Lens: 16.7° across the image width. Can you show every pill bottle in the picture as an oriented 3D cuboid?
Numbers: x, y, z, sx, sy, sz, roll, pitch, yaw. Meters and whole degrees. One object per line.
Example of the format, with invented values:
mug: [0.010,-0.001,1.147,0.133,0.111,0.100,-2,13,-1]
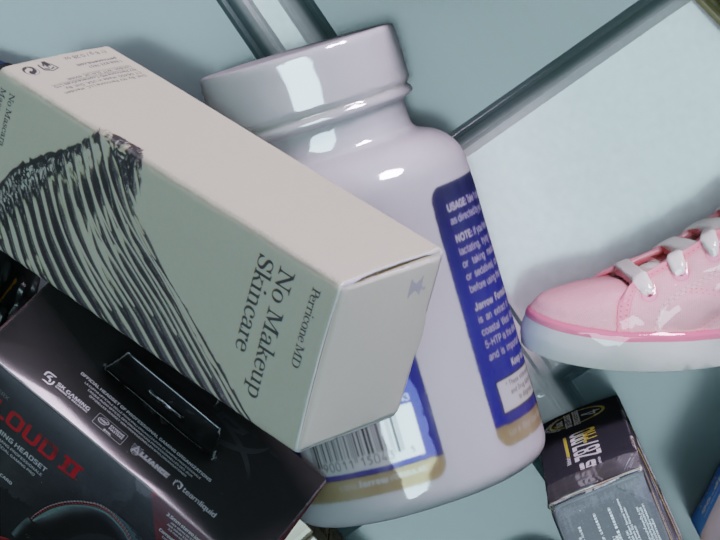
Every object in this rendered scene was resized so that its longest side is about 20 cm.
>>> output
pill bottle: [0.000,0.000,1.081,0.119,0.120,0.202,-16,96,3]

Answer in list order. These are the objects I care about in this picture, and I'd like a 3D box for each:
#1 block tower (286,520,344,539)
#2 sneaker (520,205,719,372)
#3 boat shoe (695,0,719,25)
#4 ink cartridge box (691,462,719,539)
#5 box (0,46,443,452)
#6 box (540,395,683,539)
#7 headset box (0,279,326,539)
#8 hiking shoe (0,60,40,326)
block tower: [-0.052,0.116,1.129,0.058,0.054,0.200,-41,95,5]
sneaker: [0.168,-0.012,1.097,0.198,0.075,0.106,-3,102,-6]
boat shoe: [0.143,-0.143,1.086,0.200,0.073,0.063,34,92,-10]
ink cartridge box: [0.215,0.128,1.051,0.115,0.200,0.068,28,97,-2]
box: [-0.067,-0.013,1.006,0.199,0.068,0.083,31,119,31]
box: [0.136,0.166,1.078,0.049,0.161,0.201,-22,97,4]
headset box: [-0.119,0.107,1.065,0.148,0.075,0.200,39,130,2]
hiking shoe: [-0.192,-0.005,1.118,0.086,0.074,0.201,26,97,20]
